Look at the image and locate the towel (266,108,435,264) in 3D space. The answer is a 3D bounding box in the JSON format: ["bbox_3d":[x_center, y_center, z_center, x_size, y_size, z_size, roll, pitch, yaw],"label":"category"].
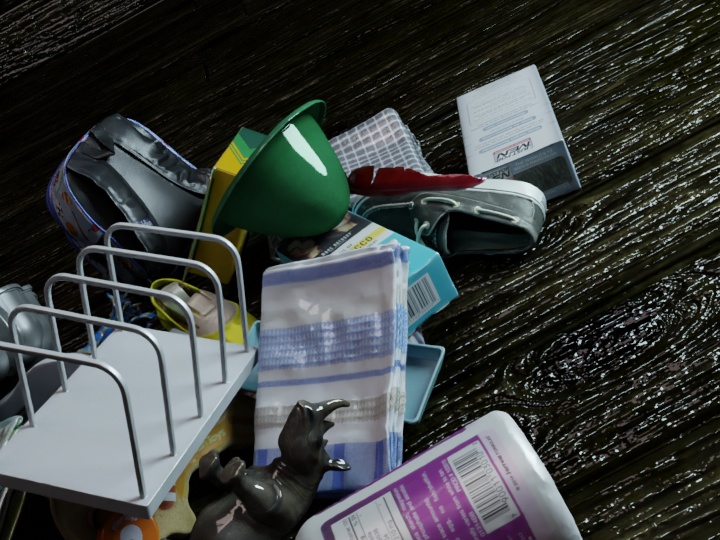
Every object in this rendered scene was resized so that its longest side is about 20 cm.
[{"bbox_3d":[-0.013,-0.084,1.062,0.197,0.086,0.166,-26,30,5],"label":"towel"}]

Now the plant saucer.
[{"bbox_3d":[-0.024,0.086,0.806,0.197,0.019,0.071,6,56,32],"label":"plant saucer"}]

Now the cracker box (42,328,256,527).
[{"bbox_3d":[-0.202,0.150,0.888,0.200,0.058,0.133,-44,31,-23],"label":"cracker box"}]

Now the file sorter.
[{"bbox_3d":[-0.182,0.063,0.736,0.136,0.127,0.201,8,30,16],"label":"file sorter"}]

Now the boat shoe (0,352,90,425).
[{"bbox_3d":[-0.317,0.126,0.996,0.199,0.070,0.066,-36,11,37],"label":"boat shoe"}]

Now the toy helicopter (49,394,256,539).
[{"bbox_3d":[-0.165,0.154,0.797,0.198,0.133,0.079,-28,-9,-36],"label":"toy helicopter"}]

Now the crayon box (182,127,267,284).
[{"bbox_3d":[-0.146,-0.072,1.087,0.050,0.129,0.201,17,24,-3],"label":"crayon box"}]

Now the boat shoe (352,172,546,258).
[{"bbox_3d":[0.077,-0.050,0.923,0.197,0.071,0.064,0,42,24],"label":"boat shoe"}]

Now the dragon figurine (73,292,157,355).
[{"bbox_3d":[-0.254,0.061,1.014,0.101,0.058,0.200,-66,9,-18],"label":"dragon figurine"}]

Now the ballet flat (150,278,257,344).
[{"bbox_3d":[-0.170,0.048,1.010,0.067,0.068,0.199,-43,32,-21],"label":"ballet flat"}]

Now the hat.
[{"bbox_3d":[-0.025,-0.048,0.918,0.166,0.176,0.200,-47,-4,-28],"label":"hat"}]

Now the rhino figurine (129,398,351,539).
[{"bbox_3d":[-0.079,0.168,0.698,0.200,0.088,0.060,-46,31,-9],"label":"rhino figurine"}]

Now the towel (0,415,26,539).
[{"bbox_3d":[-0.373,0.231,0.860,0.198,0.048,0.173,-24,40,31],"label":"towel"}]

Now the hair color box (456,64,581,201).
[{"bbox_3d":[0.163,-0.139,1.018,0.098,0.061,0.201,-21,29,14],"label":"hair color box"}]

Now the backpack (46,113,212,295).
[{"bbox_3d":[-0.291,-0.087,1.204,0.153,0.191,0.201,-24,24,42],"label":"backpack"}]

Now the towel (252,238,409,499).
[{"bbox_3d":[-0.027,0.081,0.773,0.145,0.024,0.204,-10,67,29],"label":"towel"}]

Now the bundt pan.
[{"bbox_3d":[-0.410,0.113,1.041,0.202,0.076,0.202,-46,-7,-7],"label":"bundt pan"}]

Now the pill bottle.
[{"bbox_3d":[0.029,0.181,0.581,0.198,0.113,0.113,-29,29,-1],"label":"pill bottle"}]

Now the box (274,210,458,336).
[{"bbox_3d":[0.000,0.000,0.889,0.082,0.050,0.199,-37,30,-15],"label":"box"}]

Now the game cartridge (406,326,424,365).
[{"bbox_3d":[-0.007,0.054,0.895,0.128,0.039,0.201,-20,30,7],"label":"game cartridge"}]
